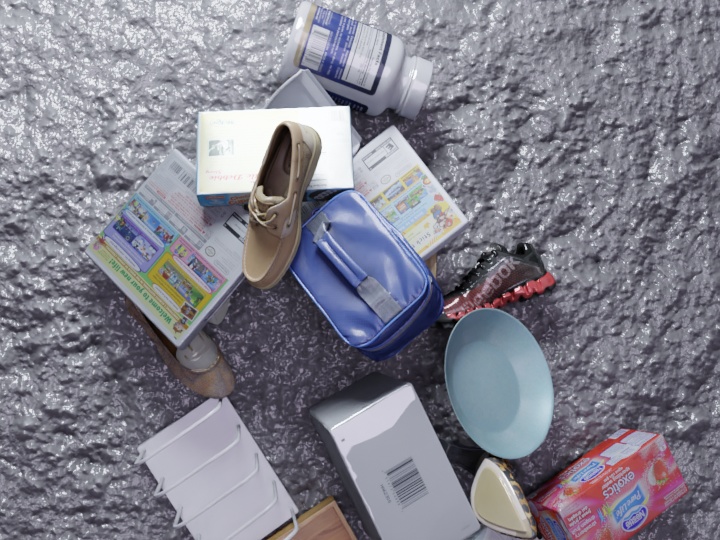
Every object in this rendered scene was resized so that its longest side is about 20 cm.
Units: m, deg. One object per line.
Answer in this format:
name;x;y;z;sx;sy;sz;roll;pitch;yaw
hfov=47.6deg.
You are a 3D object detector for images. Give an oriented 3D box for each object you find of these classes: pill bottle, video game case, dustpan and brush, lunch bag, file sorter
pill bottle;-0.005;-0.280;1.119;0.197;0.111;0.113;19;86;-9
video game case;0.018;-0.070;1.109;0.199;0.023;0.183;-37;69;2
dustpan and brush;-0.113;-0.161;1.114;0.198;0.058;0.140;-28;122;23
lunch bag;0.000;0.000;1.011;0.136;0.132;0.201;-41;69;0
file sorter;-0.186;0.287;1.068;0.138;0.124;0.202;-33;94;-8
video game case;-0.233;-0.031;1.047;0.199;0.022;0.183;40;86;21

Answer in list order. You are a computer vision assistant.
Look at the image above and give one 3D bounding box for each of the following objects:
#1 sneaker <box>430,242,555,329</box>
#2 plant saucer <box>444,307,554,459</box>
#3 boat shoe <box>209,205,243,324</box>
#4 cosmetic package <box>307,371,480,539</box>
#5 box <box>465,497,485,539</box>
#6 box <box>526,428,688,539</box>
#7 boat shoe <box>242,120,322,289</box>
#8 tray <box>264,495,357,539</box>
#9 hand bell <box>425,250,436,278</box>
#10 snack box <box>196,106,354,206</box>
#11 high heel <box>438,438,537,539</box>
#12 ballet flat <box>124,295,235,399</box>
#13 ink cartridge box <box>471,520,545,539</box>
sneaker;0.178;0.018;1.164;0.197;0.071;0.099;-21;92;-12
plant saucer;0.179;0.154;1.103;0.198;0.039;0.205;14;65;-31
boat shoe;-0.202;-0.032;1.098;0.061;0.073;0.204;9;92;13
cosmetic package;0.036;0.254;1.068;0.122;0.200;0.202;-27;93;-13
box;0.148;0.431;1.159;0.081;0.049;0.204;-4;89;-11
box;0.348;0.319;1.158;0.198;0.100;0.097;-29;93;-18
boat shoe;-0.106;-0.077;0.961;0.070;0.064;0.203;19;98;24
tray;-0.097;0.410;1.125;0.198;0.037;0.100;-31;94;-8
hand bell;0.006;-0.010;1.140;0.196;0.104;0.106;2;88;3
snack box;-0.108;-0.145;1.036;0.196;0.037;0.118;-2;70;-2
high heel;0.196;0.287;1.059;0.141;0.200;0.072;24;99;-35
ballet flat;-0.238;0.085;1.063;0.200;0.068;0.068;42;57;11
ink cartridge box;0.200;0.424;1.135;0.162;0.050;0.201;45;48;-22
